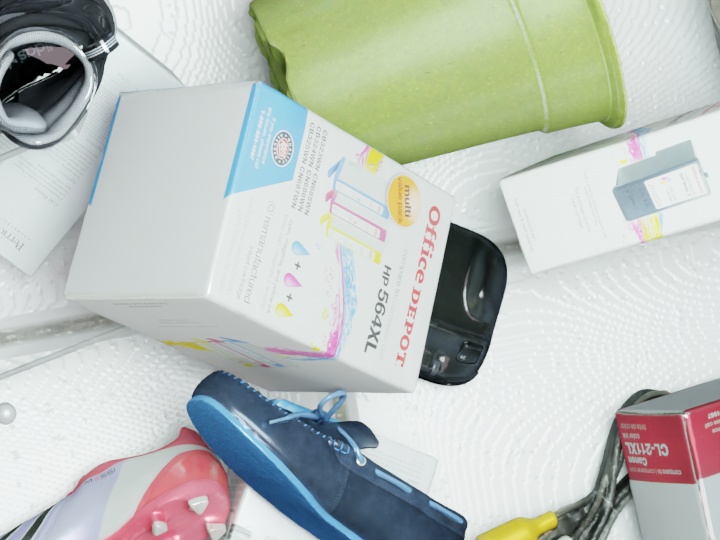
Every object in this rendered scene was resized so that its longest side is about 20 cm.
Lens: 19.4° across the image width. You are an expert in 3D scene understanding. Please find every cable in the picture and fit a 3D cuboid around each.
[{"bbox_3d":[0.155,0.167,1.390,0.200,0.050,0.097,-40,98,-13],"label":"cable"}]

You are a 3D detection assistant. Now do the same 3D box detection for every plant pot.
[{"bbox_3d":[0.038,-0.144,1.303,0.189,0.200,0.201,-23,96,-4],"label":"plant pot"}]

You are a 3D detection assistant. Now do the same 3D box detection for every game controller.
[{"bbox_3d":[0.000,0.000,1.359,0.199,0.042,0.105,21,70,-16],"label":"game controller"}]

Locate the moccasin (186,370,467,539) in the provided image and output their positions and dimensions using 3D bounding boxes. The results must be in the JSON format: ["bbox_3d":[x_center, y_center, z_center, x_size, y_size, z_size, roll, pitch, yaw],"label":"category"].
[{"bbox_3d":[-0.019,0.119,1.266,0.200,0.080,0.068,43,68,-23],"label":"moccasin"}]

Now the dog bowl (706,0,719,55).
[{"bbox_3d":[0.324,-0.173,1.391,0.199,0.059,0.201,-3,56,4],"label":"dog bowl"}]

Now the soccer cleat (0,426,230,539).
[{"bbox_3d":[-0.175,0.162,1.296,0.199,0.077,0.067,-24,131,0],"label":"soccer cleat"}]

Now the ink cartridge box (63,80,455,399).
[{"bbox_3d":[-0.046,-0.011,1.225,0.200,0.125,0.129,26,70,-42],"label":"ink cartridge box"}]

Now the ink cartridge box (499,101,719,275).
[{"bbox_3d":[0.202,-0.063,1.322,0.199,0.117,0.068,-17,94,24],"label":"ink cartridge box"}]

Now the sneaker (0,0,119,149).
[{"bbox_3d":[-0.223,-0.094,1.168,0.200,0.114,0.076,-30,113,-2],"label":"sneaker"}]

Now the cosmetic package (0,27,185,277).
[{"bbox_3d":[-0.228,-0.115,1.248,0.200,0.052,0.151,39,93,-22],"label":"cosmetic package"}]

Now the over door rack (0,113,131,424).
[{"bbox_3d":[-0.217,0.008,1.233,0.199,0.067,0.148,-26,117,3],"label":"over door rack"}]

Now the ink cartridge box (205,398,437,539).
[{"bbox_3d":[-0.042,0.193,1.317,0.115,0.067,0.201,22,78,-15],"label":"ink cartridge box"}]

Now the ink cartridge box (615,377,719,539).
[{"bbox_3d":[0.265,0.173,1.393,0.145,0.083,0.201,-14,94,-29],"label":"ink cartridge box"}]
